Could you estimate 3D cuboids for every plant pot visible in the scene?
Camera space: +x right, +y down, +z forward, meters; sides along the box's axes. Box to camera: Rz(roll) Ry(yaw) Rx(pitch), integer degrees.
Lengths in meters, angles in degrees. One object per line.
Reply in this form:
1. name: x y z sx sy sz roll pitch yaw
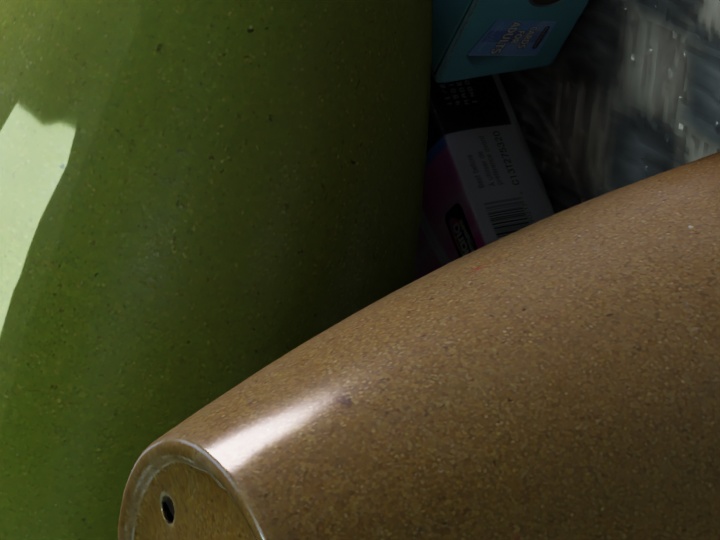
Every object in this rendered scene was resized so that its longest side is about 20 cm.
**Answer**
1. plant pot: -0.054 -0.041 0.690 0.187 0.187 0.200 43 121 46
2. plant pot: 0.046 0.070 0.593 0.186 0.199 0.187 26 121 55

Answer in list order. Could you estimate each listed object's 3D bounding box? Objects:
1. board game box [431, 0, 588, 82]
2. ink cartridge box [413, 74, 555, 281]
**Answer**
1. board game box: 0.025 -0.183 0.700 0.200 0.047 0.151 63 147 26
2. ink cartridge box: 0.000 0.000 0.812 0.200 0.037 0.095 -49 57 55
